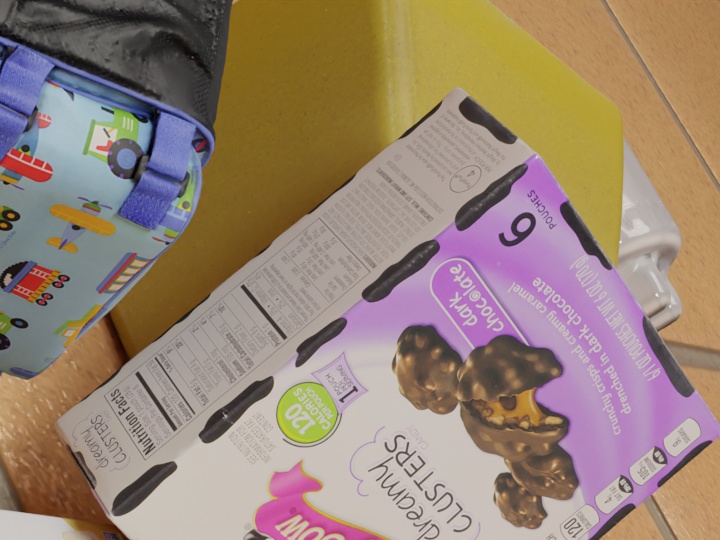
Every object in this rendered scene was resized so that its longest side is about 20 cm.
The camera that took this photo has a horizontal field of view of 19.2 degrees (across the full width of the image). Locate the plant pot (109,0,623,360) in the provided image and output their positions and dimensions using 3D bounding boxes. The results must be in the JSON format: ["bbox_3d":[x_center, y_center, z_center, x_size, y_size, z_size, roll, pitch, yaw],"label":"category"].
[{"bbox_3d":[0.000,0.000,0.960,0.200,0.200,0.177,33,40,-43],"label":"plant pot"}]

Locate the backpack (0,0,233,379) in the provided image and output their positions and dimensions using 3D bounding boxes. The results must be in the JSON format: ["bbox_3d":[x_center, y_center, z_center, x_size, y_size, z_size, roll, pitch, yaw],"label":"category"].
[{"bbox_3d":[-0.165,-0.069,0.728,0.200,0.183,0.135,24,51,-28],"label":"backpack"}]

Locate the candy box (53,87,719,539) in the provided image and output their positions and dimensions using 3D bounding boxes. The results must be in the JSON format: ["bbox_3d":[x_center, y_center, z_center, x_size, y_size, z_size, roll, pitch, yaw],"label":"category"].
[{"bbox_3d":[0.014,0.061,0.812,0.168,0.200,0.072,52,-3,-36],"label":"candy box"}]

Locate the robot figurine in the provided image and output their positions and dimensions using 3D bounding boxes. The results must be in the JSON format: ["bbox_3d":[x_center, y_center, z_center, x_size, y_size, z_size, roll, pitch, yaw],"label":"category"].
[{"bbox_3d":[0.133,-0.042,1.390,0.200,0.113,0.170,62,7,19],"label":"robot figurine"}]

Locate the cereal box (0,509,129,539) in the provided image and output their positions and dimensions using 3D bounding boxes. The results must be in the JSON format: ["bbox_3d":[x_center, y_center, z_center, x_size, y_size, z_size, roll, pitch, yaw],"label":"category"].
[{"bbox_3d":[-0.123,0.140,0.671,0.200,0.040,0.144,18,39,-57],"label":"cereal box"}]
